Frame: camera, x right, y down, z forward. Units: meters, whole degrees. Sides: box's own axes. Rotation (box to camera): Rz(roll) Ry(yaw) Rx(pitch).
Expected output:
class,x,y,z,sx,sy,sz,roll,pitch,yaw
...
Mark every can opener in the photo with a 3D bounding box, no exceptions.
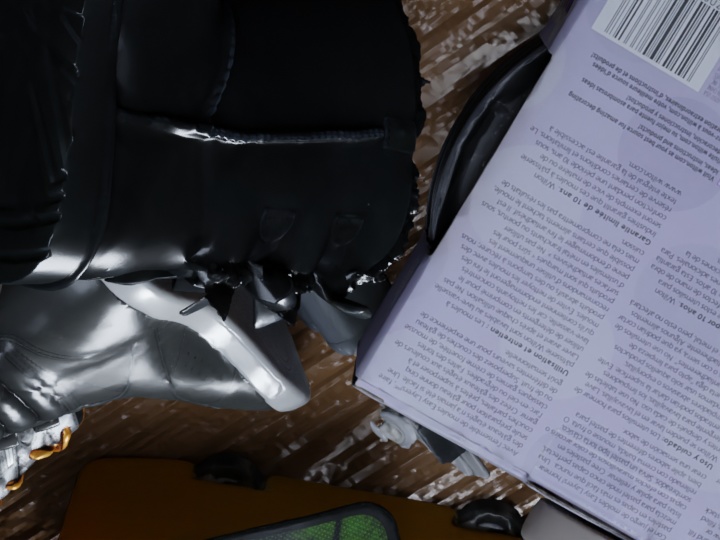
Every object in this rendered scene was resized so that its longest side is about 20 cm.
class,x,y,z,sx,sy,sz,roll,pitch,yaw
can opener,0.000,0.000,0.948,0.066,0.053,0.200,-43,117,-8

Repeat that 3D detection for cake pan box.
class,x,y,z,sx,sy,sz,roll,pitch,yaw
cake pan box,0.119,0.002,0.880,0.200,0.052,0.184,28,100,-6

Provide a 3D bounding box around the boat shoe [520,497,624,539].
class,x,y,z,sx,sy,sz,roll,pitch,yaw
boat shoe,0.098,0.155,0.957,0.093,0.075,0.200,-58,144,-4

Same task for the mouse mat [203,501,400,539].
class,x,y,z,sx,sy,sz,roll,pitch,yaw
mouse mat,-0.071,0.179,0.962,0.200,0.008,0.161,-12,109,-11

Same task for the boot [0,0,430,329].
class,x,y,z,sx,sy,sz,roll,pitch,yaw
boot,-0.042,-0.078,0.762,0.073,0.162,0.199,10,95,39

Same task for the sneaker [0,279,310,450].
class,x,y,z,sx,sy,sz,roll,pitch,yaw
sneaker,-0.090,0.025,0.907,0.099,0.071,0.200,-28,159,12

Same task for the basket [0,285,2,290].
class,x,y,z,sx,sy,sz,roll,pitch,yaw
basket,-0.163,-0.033,0.776,0.136,0.200,0.180,13,160,6

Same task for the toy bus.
class,x,y,z,sx,sy,sz,roll,pitch,yaw
toy bus,-0.022,0.128,1.022,0.200,0.065,0.078,10,125,0

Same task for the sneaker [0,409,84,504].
class,x,y,z,sx,sy,sz,roll,pitch,yaw
sneaker,-0.144,0.055,0.957,0.077,0.078,0.200,21,103,-21
